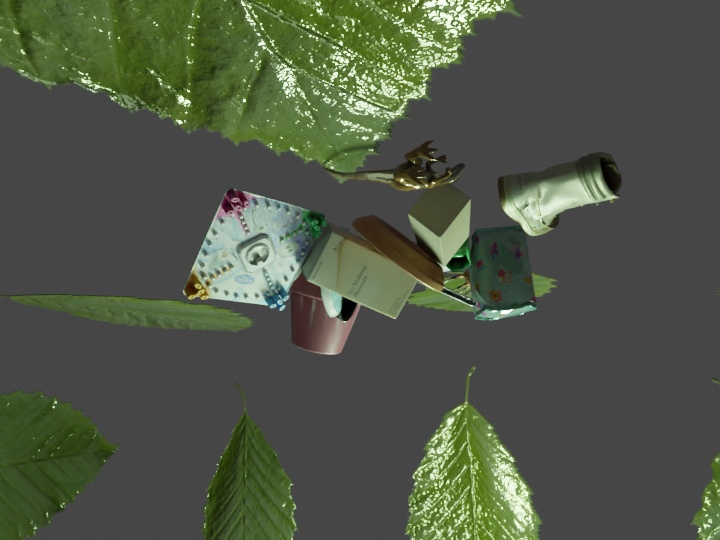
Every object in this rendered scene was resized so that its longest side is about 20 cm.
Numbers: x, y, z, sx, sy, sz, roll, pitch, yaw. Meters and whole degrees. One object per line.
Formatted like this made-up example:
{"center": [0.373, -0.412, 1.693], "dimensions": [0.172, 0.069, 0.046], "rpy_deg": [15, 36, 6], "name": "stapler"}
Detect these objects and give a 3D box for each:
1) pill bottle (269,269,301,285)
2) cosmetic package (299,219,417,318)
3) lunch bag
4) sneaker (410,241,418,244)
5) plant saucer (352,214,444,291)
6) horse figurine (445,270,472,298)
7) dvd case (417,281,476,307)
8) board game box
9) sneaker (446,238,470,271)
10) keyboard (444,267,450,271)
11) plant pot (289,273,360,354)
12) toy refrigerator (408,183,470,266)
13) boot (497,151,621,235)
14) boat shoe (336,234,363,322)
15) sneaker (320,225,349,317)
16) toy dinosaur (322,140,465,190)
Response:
{"center": [-0.214, -0.014, 1.051], "dimensions": [0.113, 0.117, 0.198], "rpy_deg": [10, 163, -44], "name": "pill bottle"}
{"center": [0.000, 0.000, 0.983], "dimensions": [0.197, 0.105, 0.073], "rpy_deg": [23, -168, -26], "name": "cosmetic package"}
{"center": [0.284, 0.012, 1.104], "dimensions": [0.119, 0.174, 0.200], "rpy_deg": [-5, 168, 2], "name": "lunch bag"}
{"center": [0.097, -0.038, 1.142], "dimensions": [0.112, 0.074, 0.200], "rpy_deg": [16, 177, 12], "name": "sneaker"}
{"center": [0.073, -0.037, 0.939], "dimensions": [0.199, 0.038, 0.200], "rpy_deg": [36, -172, -6], "name": "plant saucer"}
{"center": [0.312, 0.039, 1.494], "dimensions": [0.131, 0.051, 0.200], "rpy_deg": [-25, 152, 19], "name": "horse figurine"}
{"center": [0.130, 0.022, 1.111], "dimensions": [0.147, 0.016, 0.199], "rpy_deg": [24, -179, -28], "name": "dvd case"}
{"center": [-0.172, -0.025, 0.891], "dimensions": [0.198, 0.202, 0.026], "rpy_deg": [11, -153, -43], "name": "board game box"}
{"center": [0.185, -0.036, 1.076], "dimensions": [0.072, 0.085, 0.200], "rpy_deg": [-4, 168, 10], "name": "sneaker"}
{"center": [0.202, -0.019, 1.333], "dimensions": [0.055, 0.011, 0.200], "rpy_deg": [-6, 167, 19], "name": "keyboard"}
{"center": [-0.089, 0.096, 1.285], "dimensions": [0.196, 0.183, 0.200], "rpy_deg": [11, -176, -1], "name": "plant pot"}
{"center": [0.130, -0.076, 0.869], "dimensions": [0.070, 0.076, 0.200], "rpy_deg": [39, 178, 16], "name": "toy refrigerator"}
{"center": [0.309, -0.111, 0.792], "dimensions": [0.153, 0.074, 0.199], "rpy_deg": [-13, 163, 34], "name": "boot"}
{"center": [-0.011, 0.022, 1.108], "dimensions": [0.069, 0.066, 0.202], "rpy_deg": [3, 125, -40], "name": "boat shoe"}
{"center": [-0.041, 0.006, 1.048], "dimensions": [0.080, 0.074, 0.203], "rpy_deg": [-5, 124, -1], "name": "sneaker"}
{"center": [0.054, -0.125, 0.709], "dimensions": [0.196, 0.062, 0.106], "rpy_deg": [1, 169, -13], "name": "toy dinosaur"}
